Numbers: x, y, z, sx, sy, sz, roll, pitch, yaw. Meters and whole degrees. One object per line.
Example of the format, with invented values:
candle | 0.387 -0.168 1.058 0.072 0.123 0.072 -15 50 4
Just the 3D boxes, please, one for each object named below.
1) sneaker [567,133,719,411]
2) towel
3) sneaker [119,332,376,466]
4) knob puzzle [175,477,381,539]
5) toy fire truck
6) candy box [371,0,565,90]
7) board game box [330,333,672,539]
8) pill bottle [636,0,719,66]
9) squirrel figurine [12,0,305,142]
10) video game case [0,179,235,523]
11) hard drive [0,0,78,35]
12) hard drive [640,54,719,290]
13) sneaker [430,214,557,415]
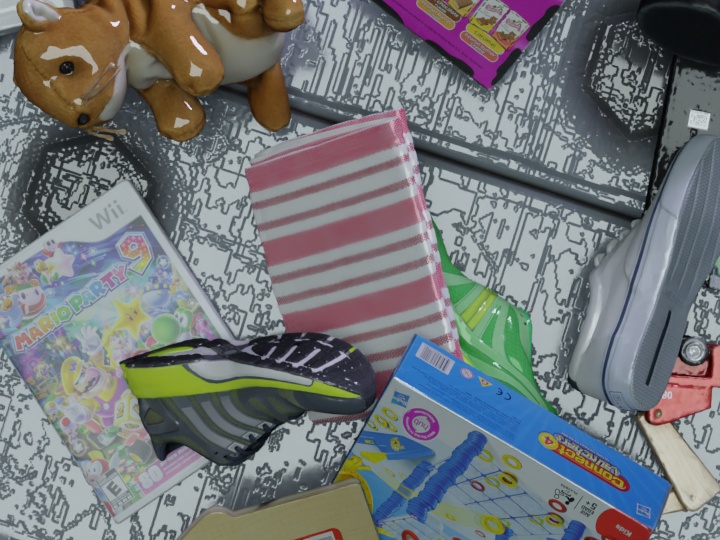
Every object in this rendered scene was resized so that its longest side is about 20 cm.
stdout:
sneaker | 0.192 -0.004 1.412 0.070 0.073 0.201 11 70 40
towel | 0.000 0.000 1.439 0.146 0.030 0.202 -14 91 41
sneaker | -0.071 0.090 1.420 0.199 0.074 0.082 -1 107 35
knob puzzle | -0.070 0.242 1.427 0.218 0.031 0.221 -1 113 -3
toy fire truck | 0.219 0.116 1.457 0.198 0.049 0.142 4 90 1
candy box | 0.098 -0.243 1.410 0.136 0.061 0.200 36 117 -9
board game box | 0.075 0.173 1.408 0.199 0.056 0.197 30 125 3
pill bottle | 0.255 -0.246 1.406 0.111 0.112 0.201 19 75 2
squirrel figurine | -0.155 -0.180 1.419 0.185 0.142 0.201 -17 71 -16
video game case | -0.169 0.057 1.487 0.143 0.018 0.201 -34 88 2
hard drive | -0.283 -0.263 1.468 0.131 0.027 0.202 -13 89 4
hard drive | 0.276 -0.083 1.463 0.138 0.038 0.202 10 89 2
sneaker | 0.071 0.041 1.461 0.083 0.074 0.201 -18 76 -36
